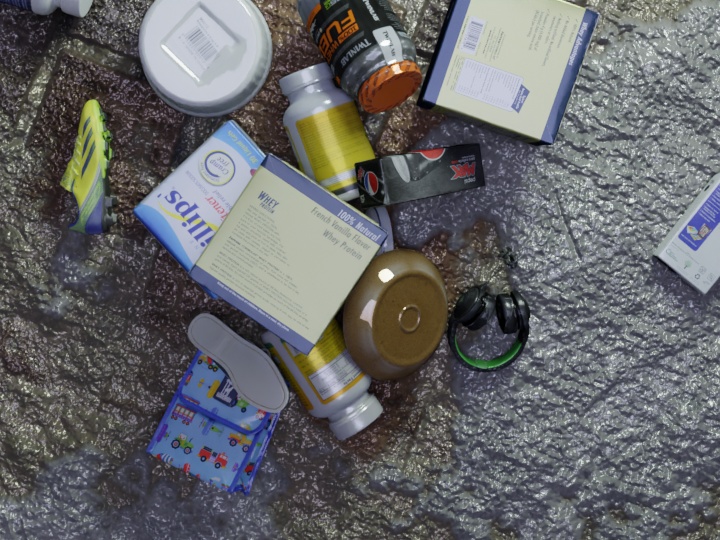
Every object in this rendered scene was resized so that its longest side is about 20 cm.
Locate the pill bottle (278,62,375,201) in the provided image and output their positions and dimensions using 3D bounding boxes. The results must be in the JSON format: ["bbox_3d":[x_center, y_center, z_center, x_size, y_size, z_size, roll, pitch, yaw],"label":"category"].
[{"bbox_3d":[-0.049,-0.199,1.671,0.112,0.112,0.201,-20,96,0],"label":"pill bottle"}]

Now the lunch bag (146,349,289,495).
[{"bbox_3d":[-0.205,0.217,1.712,0.150,0.094,0.201,22,83,15],"label":"lunch bag"}]

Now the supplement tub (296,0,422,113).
[{"bbox_3d":[0.001,-0.334,1.626,0.122,0.123,0.201,-30,72,1],"label":"supplement tub"}]

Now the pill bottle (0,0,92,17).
[{"bbox_3d":[-0.488,-0.436,1.635,0.199,0.111,0.111,18,94,-3],"label":"pill bottle"}]

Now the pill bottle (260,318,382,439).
[{"bbox_3d":[-0.053,0.149,1.702,0.113,0.113,0.200,-33,95,1],"label":"pill bottle"}]

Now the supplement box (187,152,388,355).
[{"bbox_3d":[-0.096,-0.025,1.567,0.200,0.134,0.200,33,93,-1],"label":"supplement box"}]

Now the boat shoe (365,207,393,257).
[{"bbox_3d":[-0.002,0.000,1.708,0.086,0.075,0.203,-2,102,-19],"label":"boat shoe"}]

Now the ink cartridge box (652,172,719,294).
[{"bbox_3d":[0.552,-0.071,1.742,0.099,0.039,0.200,39,94,-5],"label":"ink cartridge box"}]

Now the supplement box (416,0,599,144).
[{"bbox_3d":[0.211,-0.306,1.652,0.199,0.134,0.201,19,95,-3],"label":"supplement box"}]

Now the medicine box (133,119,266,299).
[{"bbox_3d":[-0.201,-0.090,1.681,0.200,0.103,0.182,-43,95,1],"label":"medicine box"}]

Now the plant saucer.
[{"bbox_3d":[0.064,0.069,1.685,0.199,0.035,0.201,-7,102,-36],"label":"plant saucer"}]

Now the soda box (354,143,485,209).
[{"bbox_3d":[0.089,-0.140,1.655,0.199,0.063,0.071,-14,98,-38],"label":"soda box"}]

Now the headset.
[{"bbox_3d":[0.204,0.063,1.709,0.123,0.094,0.201,7,106,-10],"label":"headset"}]

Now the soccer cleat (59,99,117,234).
[{"bbox_3d":[-0.410,-0.153,1.687,0.083,0.065,0.201,-2,96,0],"label":"soccer cleat"}]

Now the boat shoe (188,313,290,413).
[{"bbox_3d":[-0.173,0.139,1.665,0.200,0.062,0.075,34,89,23],"label":"boat shoe"}]

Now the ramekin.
[{"bbox_3d":[-0.231,-0.328,1.661,0.199,0.098,0.202,0,95,-2],"label":"ramekin"}]
